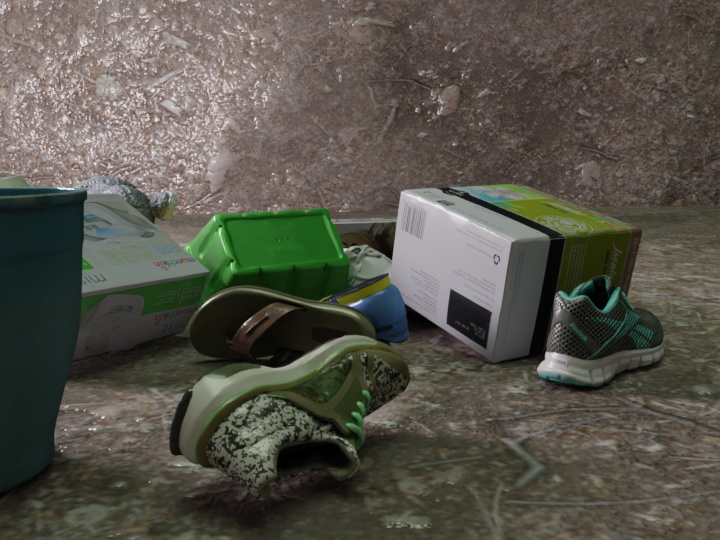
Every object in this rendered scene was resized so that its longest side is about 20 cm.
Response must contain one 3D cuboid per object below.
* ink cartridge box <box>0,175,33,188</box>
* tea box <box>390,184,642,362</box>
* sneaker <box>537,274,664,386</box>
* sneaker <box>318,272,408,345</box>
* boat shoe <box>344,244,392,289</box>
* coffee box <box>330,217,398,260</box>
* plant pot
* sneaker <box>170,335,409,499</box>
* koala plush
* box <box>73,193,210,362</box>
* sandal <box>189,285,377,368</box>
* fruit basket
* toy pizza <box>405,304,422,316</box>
[{"bbox_3d":[-0.496,-0.026,0.897,0.200,0.045,0.176,-42,7,10],"label":"ink cartridge box"},{"bbox_3d":[0.170,-0.009,0.862,0.194,0.136,0.199,-6,23,-32],"label":"tea box"},{"bbox_3d":[0.244,0.049,0.737,0.077,0.093,0.199,7,12,39],"label":"sneaker"},{"bbox_3d":[-0.017,0.062,0.827,0.066,0.079,0.199,-28,4,-33],"label":"sneaker"},{"bbox_3d":[0.000,0.000,1.008,0.073,0.066,0.199,-32,14,-24],"label":"boat shoe"},{"bbox_3d":[-0.016,-0.020,1.144,0.197,0.115,0.080,-2,8,-4],"label":"coffee box"},{"bbox_3d":[-0.280,0.044,0.498,0.197,0.191,0.200,0,8,0],"label":"plant pot"},{"bbox_3d":[-0.025,0.106,0.505,0.198,0.078,0.088,-10,40,-47],"label":"sneaker"},{"bbox_3d":[-0.389,-0.080,1.210,0.175,0.187,0.199,-8,-5,-30],"label":"koala plush"},{"bbox_3d":[-0.302,0.003,0.835,0.176,0.098,0.199,37,21,21],"label":"box"},{"bbox_3d":[-0.082,0.063,0.750,0.198,0.081,0.057,2,23,17],"label":"sandal"},{"bbox_3d":[-0.131,0.012,0.994,0.213,0.157,0.217,-18,-29,-10],"label":"fruit basket"},{"bbox_3d":[0.118,0.038,1.022,0.197,0.032,0.200,-1,10,0],"label":"toy pizza"}]
